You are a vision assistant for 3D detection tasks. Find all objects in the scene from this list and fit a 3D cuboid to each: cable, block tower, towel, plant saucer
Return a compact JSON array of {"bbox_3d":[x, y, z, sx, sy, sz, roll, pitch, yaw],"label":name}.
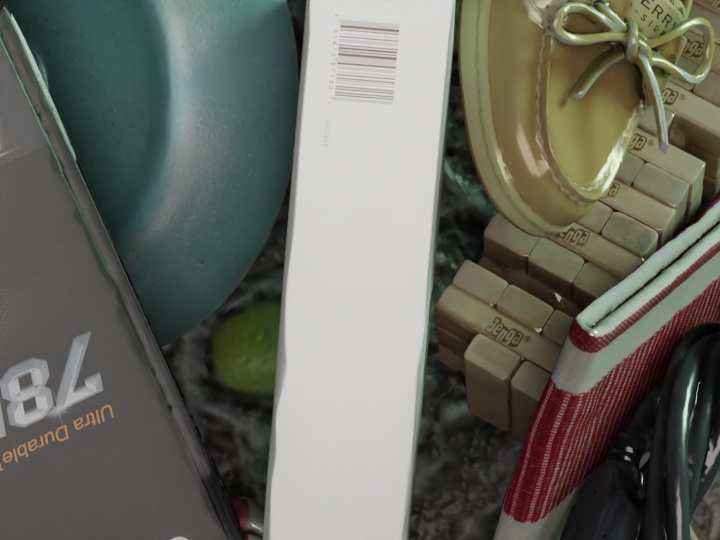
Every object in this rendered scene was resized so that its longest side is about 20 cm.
[{"bbox_3d":[0.131,0.104,0.761,0.163,0.051,0.201,38,66,-35],"label":"cable"},{"bbox_3d":[0.095,-0.038,0.792,0.054,0.058,0.200,29,72,14],"label":"block tower"},{"bbox_3d":[0.073,0.076,0.780,0.023,0.144,0.201,28,122,19],"label":"towel"},{"bbox_3d":[-0.115,-0.064,0.785,0.199,0.036,0.201,5,101,29],"label":"plant saucer"}]

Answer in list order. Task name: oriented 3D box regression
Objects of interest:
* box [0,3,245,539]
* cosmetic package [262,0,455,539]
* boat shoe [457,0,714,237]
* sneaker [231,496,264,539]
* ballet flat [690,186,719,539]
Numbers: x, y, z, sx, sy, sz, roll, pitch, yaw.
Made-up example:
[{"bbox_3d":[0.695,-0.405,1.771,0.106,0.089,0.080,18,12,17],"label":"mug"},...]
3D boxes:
[{"bbox_3d":[-0.162,0.044,0.731,0.199,0.050,0.199,-23,99,-3],"label":"box"},{"bbox_3d":[0.000,0.000,0.789,0.051,0.151,0.201,5,99,-1],"label":"cosmetic package"},{"bbox_3d":[0.083,-0.108,0.740,0.073,0.062,0.201,30,66,-46],"label":"boat shoe"},{"bbox_3d":[-0.012,0.173,0.812,0.087,0.200,0.074,19,130,-30],"label":"sneaker"},{"bbox_3d":[0.140,0.056,0.847,0.063,0.067,0.201,-15,99,12],"label":"ballet flat"}]
